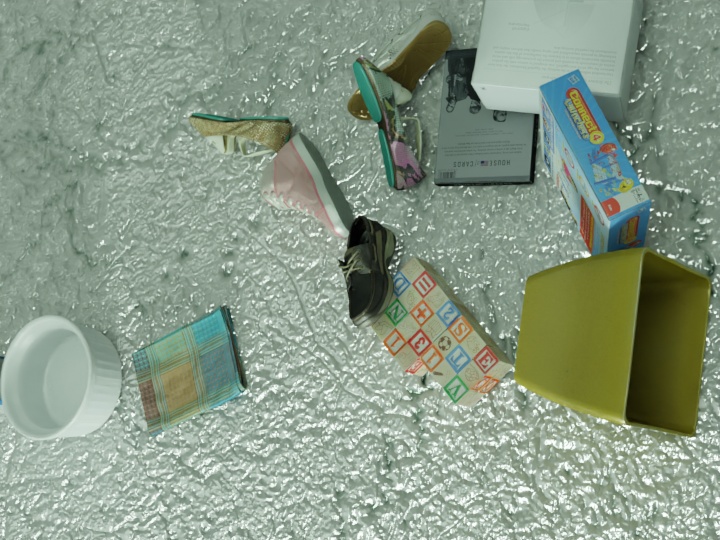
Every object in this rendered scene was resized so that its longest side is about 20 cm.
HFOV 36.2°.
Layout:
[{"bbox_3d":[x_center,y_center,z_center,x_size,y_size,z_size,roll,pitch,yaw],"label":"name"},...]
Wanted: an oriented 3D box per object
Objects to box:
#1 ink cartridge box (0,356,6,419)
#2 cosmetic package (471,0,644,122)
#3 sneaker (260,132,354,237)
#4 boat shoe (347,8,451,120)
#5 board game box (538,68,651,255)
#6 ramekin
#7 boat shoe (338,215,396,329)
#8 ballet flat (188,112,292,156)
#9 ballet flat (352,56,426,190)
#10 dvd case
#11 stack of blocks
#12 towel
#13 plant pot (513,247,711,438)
[{"bbox_3d":[-0.676,0.214,1.889,0.198,0.144,0.085,-20,69,23],"label":"ink cartridge box"},{"bbox_3d":[0.268,-0.318,1.474,0.197,0.123,0.203,9,82,19],"label":"cosmetic package"},{"bbox_3d":[-0.085,-0.106,1.668,0.104,0.075,0.201,-37,57,13],"label":"sneaker"},{"bbox_3d":[0.056,-0.307,1.644,0.200,0.070,0.070,-40,37,24],"label":"boat shoe"},{"bbox_3d":[0.292,-0.118,1.390,0.055,0.200,0.198,-24,68,1],"label":"board game box"},{"bbox_3d":[-0.490,0.181,1.821,0.198,0.097,0.204,-7,76,28],"label":"ramekin"},{"bbox_3d":[0.000,0.000,1.550,0.074,0.073,0.201,-38,28,29],"label":"boat shoe"},{"bbox_3d":[-0.197,-0.216,1.762,0.198,0.070,0.066,8,98,33],"label":"ballet flat"},{"bbox_3d":[0.049,-0.219,1.603,0.070,0.069,0.203,-19,98,-10],"label":"ballet flat"},{"bbox_3d":[0.183,-0.221,1.574,0.148,0.025,0.203,1,81,29],"label":"dvd case"},{"bbox_3d":[0.104,0.095,1.532,0.115,0.058,0.201,-46,62,13],"label":"stack of blocks"},{"bbox_3d":[-0.275,0.160,1.750,0.198,0.022,0.148,-26,68,22],"label":"towel"},{"bbox_3d":[0.302,0.086,1.358,0.175,0.199,0.203,3,81,41],"label":"plant pot"}]
